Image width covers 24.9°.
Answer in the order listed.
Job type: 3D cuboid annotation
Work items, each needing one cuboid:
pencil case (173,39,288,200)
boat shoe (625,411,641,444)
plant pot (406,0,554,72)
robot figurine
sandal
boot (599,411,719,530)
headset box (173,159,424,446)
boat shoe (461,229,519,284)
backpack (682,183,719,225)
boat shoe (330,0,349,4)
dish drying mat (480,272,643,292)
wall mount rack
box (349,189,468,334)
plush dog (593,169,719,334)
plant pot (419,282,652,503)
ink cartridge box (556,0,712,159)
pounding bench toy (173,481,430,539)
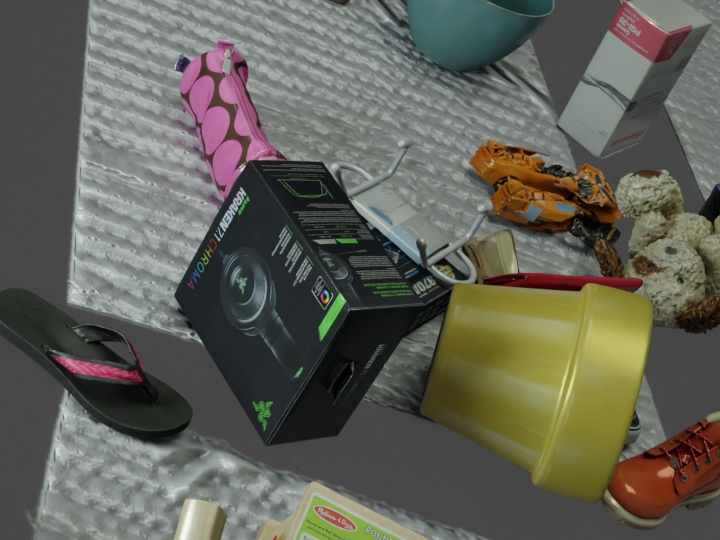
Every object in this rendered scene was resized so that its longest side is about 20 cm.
[{"bbox_3d":[-0.130,-0.147,1.705,0.090,0.094,0.201,7,41,-34],"label":"pencil case"},{"bbox_3d":[0.242,0.092,1.729,0.071,0.068,0.201,4,42,-37],"label":"boat shoe"},{"bbox_3d":[0.138,-0.345,2.160,0.198,0.135,0.201,23,34,-16],"label":"plant pot"},{"bbox_3d":[0.234,-0.094,1.979,0.198,0.058,0.146,10,40,-31],"label":"robot figurine"},{"bbox_3d":[-0.226,0.072,1.374,0.199,0.045,0.075,35,32,4],"label":"sandal"},{"bbox_3d":[0.315,0.191,1.626,0.199,0.108,0.075,-11,53,-45],"label":"boot"},{"bbox_3d":[-0.056,0.033,1.454,0.092,0.175,0.201,-3,47,-43],"label":"headset box"},{"bbox_3d":[0.143,0.045,1.720,0.064,0.072,0.202,-8,47,3],"label":"boat shoe"},{"bbox_3d":[0.546,-0.054,2.122,0.200,0.155,0.190,45,24,25],"label":"backpack"},{"bbox_3d":[-0.086,-0.429,2.135,0.198,0.077,0.072,25,33,-11],"label":"boat shoe"},{"bbox_3d":[0.202,0.016,1.664,0.199,0.076,0.018,5,76,-45],"label":"dish drying mat"},{"bbox_3d":[0.042,-0.063,1.671,0.200,0.075,0.173,40,32,13],"label":"wall mount rack"},{"bbox_3d":[0.000,0.000,1.664,0.159,0.046,0.199,41,33,14],"label":"box"},{"bbox_3d":[0.367,-0.002,1.929,0.198,0.162,0.172,25,47,21],"label":"plush dog"},{"bbox_3d":[0.161,0.098,1.551,0.187,0.203,0.201,16,33,2],"label":"plant pot"},{"bbox_3d":[0.365,-0.263,2.188,0.083,0.201,0.146,39,32,19],"label":"ink cartridge box"},{"bbox_3d":[-0.057,0.235,1.187,0.198,0.156,0.125,28,65,-8],"label":"pounding bench toy"}]
